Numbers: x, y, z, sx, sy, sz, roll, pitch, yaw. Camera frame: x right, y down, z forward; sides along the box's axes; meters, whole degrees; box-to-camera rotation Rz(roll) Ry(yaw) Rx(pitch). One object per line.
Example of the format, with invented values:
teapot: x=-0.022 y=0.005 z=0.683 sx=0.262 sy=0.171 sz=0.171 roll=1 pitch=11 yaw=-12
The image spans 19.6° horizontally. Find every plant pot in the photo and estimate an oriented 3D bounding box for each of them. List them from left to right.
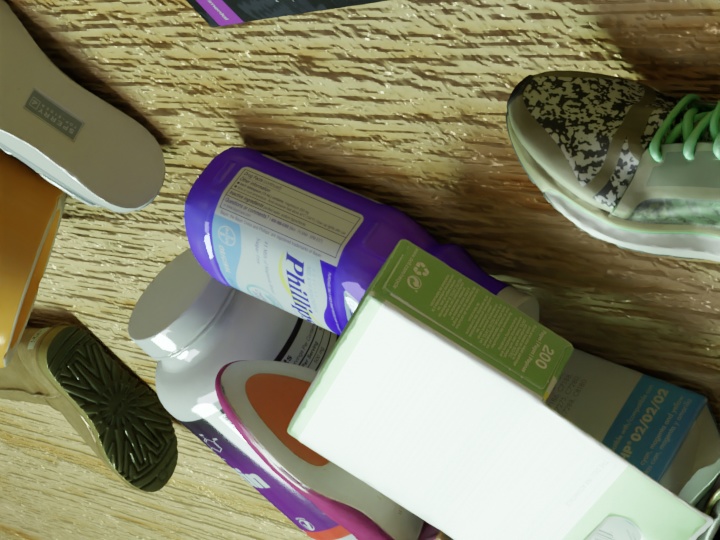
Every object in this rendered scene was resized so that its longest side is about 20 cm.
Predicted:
plant pot: x=-0.299 y=-0.025 z=1.369 sx=0.182 sy=0.202 sz=0.200 roll=19 pitch=160 yaw=-5

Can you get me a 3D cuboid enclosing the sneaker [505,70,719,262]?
sneaker: x=0.152 y=-0.047 z=0.811 sx=0.199 sy=0.077 sz=0.089 roll=23 pitch=144 yaw=15

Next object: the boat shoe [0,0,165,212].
boat shoe: x=-0.202 y=-0.103 z=1.209 sx=0.199 sy=0.072 sz=0.068 roll=32 pitch=161 yaw=-21

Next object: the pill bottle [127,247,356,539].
pill bottle: x=-0.049 y=0.076 z=1.291 sx=0.200 sy=0.113 sz=0.112 roll=44 pitch=157 yaw=-24

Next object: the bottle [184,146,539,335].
bottle: x=0.000 y=0.000 z=1.120 sx=0.199 sy=0.065 sz=0.084 roll=24 pitch=152 yaw=25

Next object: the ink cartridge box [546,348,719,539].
ink cartridge box: x=0.104 y=0.093 z=1.163 sx=0.199 sy=0.068 sz=0.115 roll=20 pitch=155 yaw=33

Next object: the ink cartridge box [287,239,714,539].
ink cartridge box: x=0.072 y=0.089 z=1.061 sx=0.199 sy=0.048 sz=0.146 roll=32 pitch=141 yaw=1

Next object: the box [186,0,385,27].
box: x=-0.050 y=-0.168 z=0.875 sx=0.143 sy=0.036 sz=0.199 roll=45 pitch=158 yaw=-28

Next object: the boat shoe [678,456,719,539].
boat shoe: x=0.202 y=0.104 z=0.998 sx=0.071 sy=0.061 sz=0.202 roll=3 pitch=149 yaw=-8

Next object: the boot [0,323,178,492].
boot: x=-0.253 y=0.100 z=1.726 sx=0.199 sy=0.066 sz=0.176 roll=3 pitch=131 yaw=52

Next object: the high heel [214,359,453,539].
high heel: x=-0.018 y=0.122 z=1.218 sx=0.200 sy=0.068 sz=0.096 roll=39 pitch=150 yaw=-16
